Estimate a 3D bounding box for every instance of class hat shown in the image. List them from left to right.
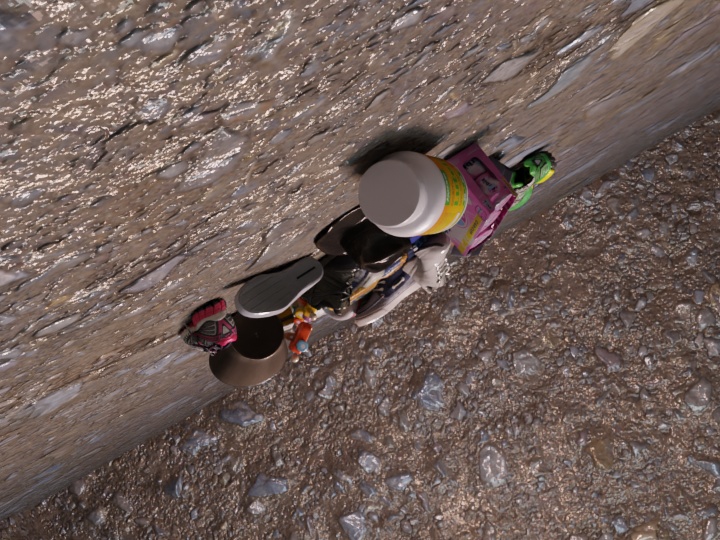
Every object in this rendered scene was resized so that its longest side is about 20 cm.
[{"bbox_3d":[0.026,-0.042,1.182,0.199,0.081,0.201,-19,164,-6],"label":"hat"}]

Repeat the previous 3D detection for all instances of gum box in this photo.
[{"bbox_3d":[0.187,-0.118,1.190,0.066,0.114,0.200,-34,166,-15],"label":"gum box"}]

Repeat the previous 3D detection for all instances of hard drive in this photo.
[{"bbox_3d":[0.243,-0.119,1.381,0.201,0.042,0.135,-69,162,10],"label":"hard drive"}]

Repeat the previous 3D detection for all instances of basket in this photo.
[{"bbox_3d":[-0.231,0.158,1.482,0.179,0.137,0.200,-15,164,-18],"label":"basket"}]

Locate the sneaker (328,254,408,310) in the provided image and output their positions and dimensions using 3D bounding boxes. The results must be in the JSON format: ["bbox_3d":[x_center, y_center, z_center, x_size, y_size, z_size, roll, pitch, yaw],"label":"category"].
[{"bbox_3d":[0.000,0.000,1.445,0.200,0.088,0.075,-38,171,2],"label":"sneaker"}]

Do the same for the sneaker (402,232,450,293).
[{"bbox_3d":[0.148,-0.016,1.385,0.074,0.087,0.200,-37,171,-16],"label":"sneaker"}]

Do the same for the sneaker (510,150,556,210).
[{"bbox_3d":[0.362,-0.205,1.626,0.085,0.078,0.200,-17,158,-32],"label":"sneaker"}]

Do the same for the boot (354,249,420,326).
[{"bbox_3d":[0.052,0.031,1.504,0.200,0.091,0.073,-36,-166,-22],"label":"boot"}]

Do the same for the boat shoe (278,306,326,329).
[{"bbox_3d":[-0.138,0.089,1.628,0.199,0.071,0.070,-25,177,16],"label":"boat shoe"}]

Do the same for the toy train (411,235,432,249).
[{"bbox_3d":[0.184,-0.110,1.477,0.199,0.087,0.114,-29,167,-5],"label":"toy train"}]

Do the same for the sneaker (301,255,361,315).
[{"bbox_3d":[-0.026,0.013,1.365,0.199,0.115,0.076,-33,174,10],"label":"sneaker"}]

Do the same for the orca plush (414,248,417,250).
[{"bbox_3d":[0.122,-0.081,1.619,0.200,0.071,0.106,-37,133,-33],"label":"orca plush"}]

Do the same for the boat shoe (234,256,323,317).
[{"bbox_3d":[-0.145,0.041,1.214,0.200,0.074,0.067,-24,168,-45],"label":"boat shoe"}]

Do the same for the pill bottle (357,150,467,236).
[{"bbox_3d":[0.071,-0.102,0.942,0.111,0.111,0.200,-33,173,21],"label":"pill bottle"}]

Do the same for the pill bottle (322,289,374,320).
[{"bbox_3d":[0.002,0.031,1.587,0.116,0.116,0.200,-36,171,40],"label":"pill bottle"}]

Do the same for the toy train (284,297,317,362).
[{"bbox_3d":[-0.134,0.100,1.459,0.151,0.055,0.200,-65,-166,0],"label":"toy train"}]

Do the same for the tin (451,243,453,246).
[{"bbox_3d":[0.250,-0.116,1.659,0.112,0.042,0.200,-61,179,-11],"label":"tin"}]

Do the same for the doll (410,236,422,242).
[{"bbox_3d":[0.138,-0.096,1.347,0.200,0.049,0.136,-34,-168,-29],"label":"doll"}]

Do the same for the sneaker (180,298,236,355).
[{"bbox_3d":[-0.269,0.117,1.246,0.080,0.075,0.200,-27,173,-23],"label":"sneaker"}]
